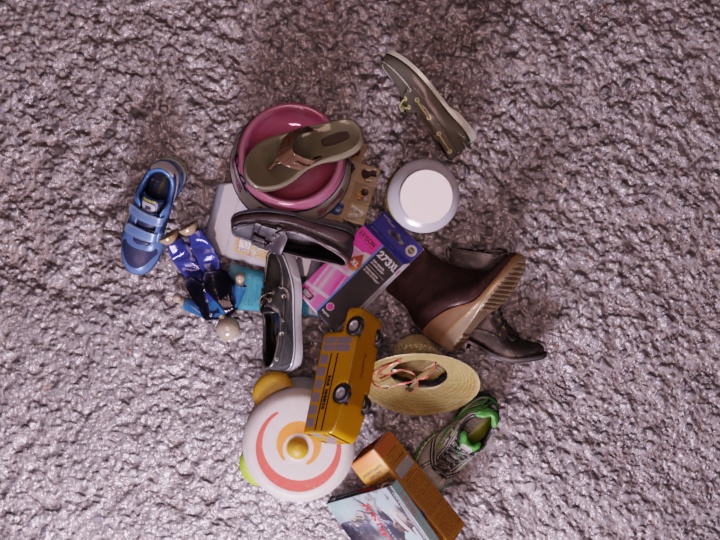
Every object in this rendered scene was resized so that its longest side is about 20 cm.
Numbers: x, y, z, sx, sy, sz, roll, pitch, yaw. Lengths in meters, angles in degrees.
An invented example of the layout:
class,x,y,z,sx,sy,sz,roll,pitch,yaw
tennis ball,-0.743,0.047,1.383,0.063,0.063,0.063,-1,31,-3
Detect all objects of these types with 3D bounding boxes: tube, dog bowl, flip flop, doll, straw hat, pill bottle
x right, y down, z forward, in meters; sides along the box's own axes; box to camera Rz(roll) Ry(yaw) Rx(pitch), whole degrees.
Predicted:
class,x,y,z,sx,sy,sz,roll,pitch,yaw
tube,-0.125,0.041,1.657,0.198,0.050,0.078,9,91,4
dog bowl,-0.110,-0.176,1.596,0.198,0.074,0.202,1,79,-5
flip flop,-0.087,-0.184,1.533,0.198,0.058,0.082,-20,81,-9
doll,-0.253,0.023,1.638,0.135,0.049,0.201,-22,105,19
straw hat,0.095,0.151,1.641,0.199,0.202,0.086,0,52,0
pill bottle,0.096,-0.116,1.564,0.111,0.200,0.113,0,95,-1

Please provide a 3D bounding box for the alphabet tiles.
class,x,y,z,sx,sy,sz,roll,pitch,yaw
alphabet tiles,-0.075,-0.148,1.635,0.198,0.006,0.168,17,77,-2

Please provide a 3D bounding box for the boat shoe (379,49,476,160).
class,x,y,z,sx,sy,sz,roll,pitch,yaw
boat shoe,0.099,-0.266,1.616,0.060,0.072,0.202,-44,97,-1

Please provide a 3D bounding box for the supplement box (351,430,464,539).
class,x,y,z,sx,sy,sz,roll,pitch,yaw
supplement box,0.077,0.364,1.632,0.200,0.069,0.066,50,124,0

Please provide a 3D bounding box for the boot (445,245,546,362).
class,x,y,z,sx,sy,sz,roll,pitch,yaw
boot,0.221,0.052,1.642,0.198,0.069,0.176,12,95,5

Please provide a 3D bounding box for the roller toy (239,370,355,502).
class,x,y,z,sx,sy,sz,roll,pitch,yaw
roller toy,-0.098,0.270,1.627,0.181,0.140,0.202,12,94,-2

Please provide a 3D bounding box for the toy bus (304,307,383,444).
class,x,y,z,sx,sy,sz,roll,pitch,yaw
toy bus,-0.024,0.161,1.544,0.078,0.065,0.202,-5,63,36

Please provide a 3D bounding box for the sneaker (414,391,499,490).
class,x,y,z,sx,sy,sz,roll,pitch,yaw
sneaker,0.154,0.289,1.655,0.078,0.085,0.201,36,98,-3

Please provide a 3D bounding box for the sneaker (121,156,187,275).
class,x,y,z,sx,sy,sz,roll,pitch,yaw
sneaker,-0.343,-0.089,1.626,0.073,0.082,0.202,18,96,-3

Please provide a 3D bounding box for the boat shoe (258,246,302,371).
class,x,y,z,sx,sy,sz,roll,pitch,yaw
boat shoe,-0.131,0.060,1.594,0.056,0.068,0.202,-2,84,-41

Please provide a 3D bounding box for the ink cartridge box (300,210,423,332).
class,x,y,z,sx,sy,sz,roll,pitch,yaw
ink cartridge box,0.000,0.000,1.617,0.200,0.037,0.095,-44,77,-7

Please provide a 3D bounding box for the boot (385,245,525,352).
class,x,y,z,sx,sy,sz,roll,pitch,yaw
boot,0.148,0.010,1.599,0.200,0.072,0.166,-49,61,10

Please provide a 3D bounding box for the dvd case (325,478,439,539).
class,x,y,z,sx,sy,sz,roll,pitch,yaw
dvd case,0.039,0.416,1.629,0.022,0.200,0.147,-38,95,-40

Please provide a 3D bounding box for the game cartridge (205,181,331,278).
class,x,y,z,sx,sy,sz,roll,pitch,yaw
game cartridge,-0.150,-0.073,1.651,0.198,0.042,0.135,14,99,-1

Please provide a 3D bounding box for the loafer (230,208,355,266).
class,x,y,z,sx,sy,sz,roll,pitch,yaw
loafer,-0.106,-0.050,1.568,0.198,0.072,0.064,7,58,-6
